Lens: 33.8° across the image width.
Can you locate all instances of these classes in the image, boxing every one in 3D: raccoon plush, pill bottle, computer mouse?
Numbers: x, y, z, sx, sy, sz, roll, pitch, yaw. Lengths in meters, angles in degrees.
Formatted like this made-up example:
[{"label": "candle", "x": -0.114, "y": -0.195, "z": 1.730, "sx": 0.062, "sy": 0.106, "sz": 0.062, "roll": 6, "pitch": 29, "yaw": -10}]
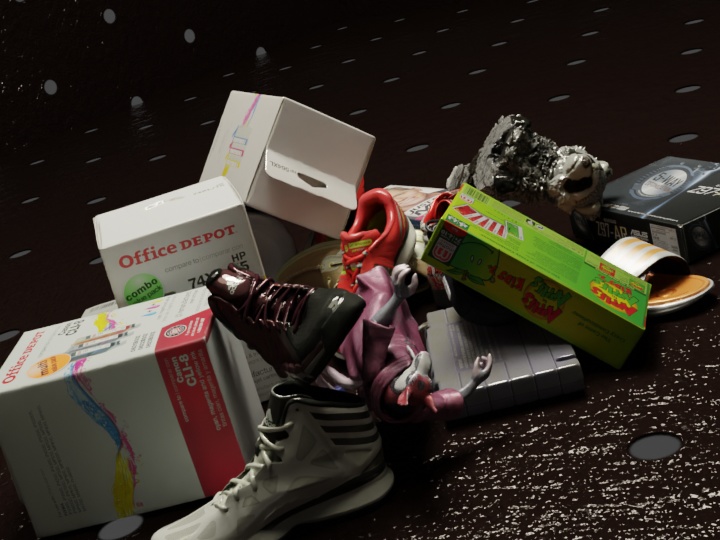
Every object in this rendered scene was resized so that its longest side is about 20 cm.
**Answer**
[{"label": "raccoon plush", "x": 0.198, "y": -0.109, "z": 1.355, "sx": 0.133, "sy": 0.097, "sz": 0.200, "roll": 22, "pitch": -2, "yaw": -15}, {"label": "pill bottle", "x": -0.166, "y": -0.027, "z": 1.487, "sx": 0.119, "sy": 0.120, "sz": 0.200, "roll": -22, "pitch": 19, "yaw": -19}, {"label": "computer mouse", "x": 0.142, "y": 0.012, "z": 1.155, "sx": 0.139, "sy": 0.046, "sz": 0.200, "roll": 5, "pitch": 25, "yaw": -12}]

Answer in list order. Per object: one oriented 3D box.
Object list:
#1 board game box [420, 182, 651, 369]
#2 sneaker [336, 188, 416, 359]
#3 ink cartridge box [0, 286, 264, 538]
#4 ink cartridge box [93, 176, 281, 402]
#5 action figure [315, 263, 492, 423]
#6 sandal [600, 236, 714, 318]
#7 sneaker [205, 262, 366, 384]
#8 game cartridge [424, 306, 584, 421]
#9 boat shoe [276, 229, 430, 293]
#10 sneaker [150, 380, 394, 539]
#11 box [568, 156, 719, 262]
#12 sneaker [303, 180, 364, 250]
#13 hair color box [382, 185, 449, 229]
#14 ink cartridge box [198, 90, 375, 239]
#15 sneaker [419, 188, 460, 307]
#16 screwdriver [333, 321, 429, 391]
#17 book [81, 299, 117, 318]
[{"label": "board game box", "x": 0.161, "y": 0.002, "z": 1.070, "sx": 0.199, "sy": 0.048, "sz": 0.102, "roll": 29, "pitch": 28, "yaw": 4}, {"label": "sneaker", "x": 0.000, "y": 0.000, "z": 1.229, "sx": 0.076, "sy": 0.085, "sz": 0.201, "roll": -4, "pitch": 50, "yaw": 23}, {"label": "ink cartridge box", "x": -0.202, "y": 0.120, "z": 1.047, "sx": 0.198, "sy": 0.146, "sz": 0.145, "roll": -15, "pitch": 19, "yaw": 4}, {"label": "ink cartridge box", "x": -0.168, "y": 0.030, "z": 1.192, "sx": 0.146, "sy": 0.201, "sz": 0.146, "roll": -18, "pitch": 18, "yaw": -9}, {"label": "action figure", "x": 0.017, "y": 0.075, "z": 0.964, "sx": 0.149, "sy": 0.134, "sz": 0.200, "roll": -38, "pitch": 16, "yaw": 6}, {"label": "sandal", "x": 0.248, "y": -0.001, "z": 1.169, "sx": 0.079, "sy": 0.060, "sz": 0.206, "roll": -28, "pitch": 22, "yaw": -33}, {"label": "sneaker", "x": -0.073, "y": 0.034, "z": 0.960, "sx": 0.076, "sy": 0.115, "sz": 0.200, "roll": -55, "pitch": 6, "yaw": -21}, {"label": "game cartridge", "x": 0.126, "y": 0.074, "z": 1.095, "sx": 0.129, "sy": 0.039, "sz": 0.200, "roll": -18, "pitch": 18, "yaw": 6}, {"label": "boat shoe", "x": -0.007, "y": 0.008, "z": 1.335, "sx": 0.199, "sy": 0.074, "sz": 0.067, "roll": -16, "pitch": 41, "yaw": 20}, {"label": "sneaker", "x": -0.079, "y": 0.149, "z": 0.910, "sx": 0.199, "sy": 0.116, "sz": 0.076, "roll": -21, "pitch": 19, "yaw": -15}, {"label": "box", "x": 0.352, "y": -0.072, "z": 1.316, "sx": 0.159, "sy": 0.044, "sz": 0.200, "roll": -23, "pitch": 20, "yaw": -20}, {"label": "sneaker", "x": -0.020, "y": -0.077, "z": 1.435, "sx": 0.076, "sy": 0.202, "sz": 0.085, "roll": 11, "pitch": -27, "yaw": -18}, {"label": "hair color box", "x": 0.070, "y": -0.059, "z": 1.485, "sx": 0.100, "sy": 0.061, "sz": 0.199, "roll": -27, "pitch": 21, "yaw": -33}, {"label": "ink cartridge box", "x": -0.083, "y": -0.123, "z": 1.366, "sx": 0.128, "sy": 0.126, "sz": 0.200, "roll": 19, "pitch": 1, "yaw": -28}, {"label": "sneaker", "x": 0.138, "y": -0.047, "z": 1.316, "sx": 0.067, "sy": 0.109, "sz": 0.201, "roll": 1, "pitch": 24, "yaw": 41}, {"label": "screwdriver", "x": -0.004, "y": 0.104, "z": 1.105, "sx": 0.199, "sy": 0.029, "sz": 0.028, "roll": -30, "pitch": 26, "yaw": -31}, {"label": "book", "x": -0.284, "y": 0.070, "z": 1.421, "sx": 0.133, "sy": 0.048, "sz": 0.200, "roll": -17, "pitch": 17, "yaw": 3}]
